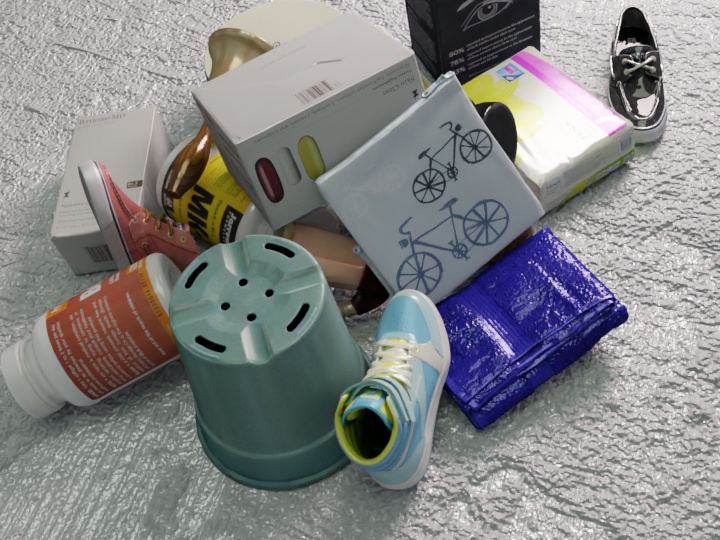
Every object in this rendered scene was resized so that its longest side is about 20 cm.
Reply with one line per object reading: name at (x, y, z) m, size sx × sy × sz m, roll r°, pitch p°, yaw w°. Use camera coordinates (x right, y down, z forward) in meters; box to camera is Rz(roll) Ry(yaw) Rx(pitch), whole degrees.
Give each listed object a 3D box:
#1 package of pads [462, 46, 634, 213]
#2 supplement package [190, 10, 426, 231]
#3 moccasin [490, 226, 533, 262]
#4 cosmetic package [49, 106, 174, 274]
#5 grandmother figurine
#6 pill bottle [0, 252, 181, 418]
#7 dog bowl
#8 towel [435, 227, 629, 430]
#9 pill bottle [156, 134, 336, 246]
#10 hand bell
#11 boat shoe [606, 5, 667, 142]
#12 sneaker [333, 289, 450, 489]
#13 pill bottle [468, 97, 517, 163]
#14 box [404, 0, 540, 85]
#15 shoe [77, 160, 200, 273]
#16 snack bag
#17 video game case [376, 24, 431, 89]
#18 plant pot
package of pads at (0.205, -0.168, 1.226) m, size 0.154 × 0.068 × 0.200 m, roll -32°, pitch 54°, yaw -15°
supplement package at (-0.048, -0.160, 1.069) m, size 0.200 × 0.111 × 0.156 m, roll -29°, pitch 38°, yaw -9°
moccasin at (0.092, -0.051, 1.150) m, size 0.201 × 0.078 × 0.074 m, roll 12°, pitch 56°, yaw 19°
cosmetic package at (-0.300, -0.101, 1.259) m, size 0.113 × 0.081 × 0.200 m, roll -8°, pitch 53°, yaw 6°
grandmother figurine at (0.000, 0.000, 1.100) m, size 0.200 × 0.121 × 0.061 m, roll 11°, pitch 30°, yaw -19°
pill bottle at (-0.273, 0.073, 1.090) m, size 0.200 × 0.112 × 0.112 m, roll -28°, pitch 52°, yaw 3°
dog bowl at (-0.097, -0.255, 1.314) m, size 0.200 × 0.079 × 0.200 m, roll -5°, pitch 52°, yaw 7°
towel at (0.157, 0.053, 1.060) m, size 0.200 × 0.050 × 0.148 m, roll -35°, pitch 55°, yaw -6°
pill bottle at (-0.131, -0.069, 1.182) m, size 0.200 × 0.114 × 0.114 m, roll 31°, pitch 64°, yaw 30°
hand bell at (-0.166, -0.163, 1.155) m, size 0.104 × 0.104 × 0.200 m, roll 14°, pitch 64°, yaw 20°
boat shoe at (0.340, -0.246, 1.261) m, size 0.072 × 0.068 × 0.200 m, roll 1°, pitch 53°, yaw 11°
sneaker at (0.030, 0.102, 0.978) m, size 0.079 × 0.131 × 0.200 m, roll -3°, pitch 71°, yaw 21°
pill bottle at (0.072, -0.147, 1.174) m, size 0.200 × 0.112 × 0.112 m, roll 4°, pitch 51°, yaw 37°
box at (0.139, -0.350, 1.293) m, size 0.148 × 0.200 × 0.104 m, roll -24°, pitch 52°, yaw -9°
shoe at (-0.238, -0.046, 1.135) m, size 0.091 × 0.200 × 0.071 m, roll -24°, pitch 36°, yaw -13°
snack bag at (0.070, -0.072, 1.053) m, size 0.188 × 0.200 × 0.021 m, roll -39°, pitch 25°, yaw -2°
video game case at (-0.008, -0.228, 1.341) m, size 0.182 × 0.023 × 0.200 m, roll -26°, pitch 52°, yaw -10°
plant pot at (-0.091, 0.081, 1.008) m, size 0.200 × 0.196 × 0.201 m, roll -5°, pitch 51°, yaw 6°
